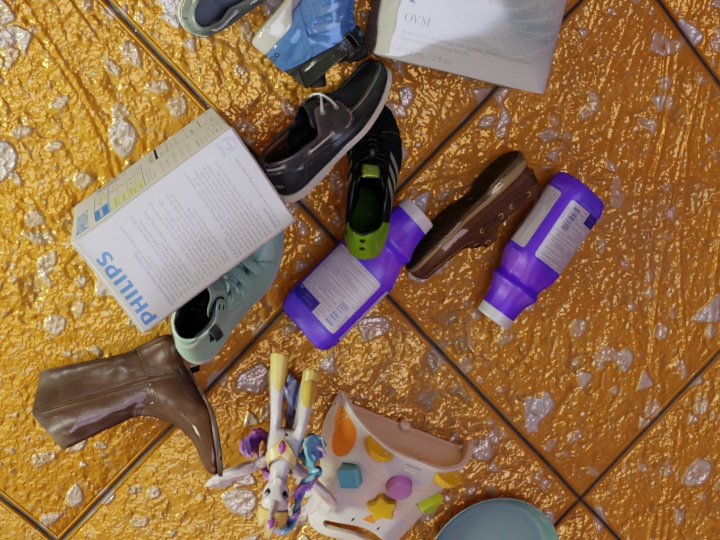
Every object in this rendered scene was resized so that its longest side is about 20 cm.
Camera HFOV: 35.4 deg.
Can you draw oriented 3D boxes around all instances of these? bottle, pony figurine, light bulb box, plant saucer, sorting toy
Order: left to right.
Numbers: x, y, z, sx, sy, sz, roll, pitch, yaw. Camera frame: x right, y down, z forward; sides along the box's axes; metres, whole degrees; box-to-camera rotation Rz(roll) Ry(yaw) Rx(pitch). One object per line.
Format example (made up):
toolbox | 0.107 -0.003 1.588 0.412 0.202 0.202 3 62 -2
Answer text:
light bulb box | -0.196 -0.061 1.221 0.199 0.198 0.126 -36 109 -3
pony figurine | -0.096 0.216 1.333 0.163 0.193 0.204 9 74 -4
bottle | 0.000 0.000 1.345 0.084 0.065 0.200 44 89 11
sorting toy | 0.024 0.279 1.432 0.197 0.107 0.182 23 116 -19
plant saucer | 0.176 0.397 1.524 0.196 0.027 0.204 -4 105 -13
bottle | 0.221 -0.022 1.408 0.083 0.065 0.202 30 96 -46

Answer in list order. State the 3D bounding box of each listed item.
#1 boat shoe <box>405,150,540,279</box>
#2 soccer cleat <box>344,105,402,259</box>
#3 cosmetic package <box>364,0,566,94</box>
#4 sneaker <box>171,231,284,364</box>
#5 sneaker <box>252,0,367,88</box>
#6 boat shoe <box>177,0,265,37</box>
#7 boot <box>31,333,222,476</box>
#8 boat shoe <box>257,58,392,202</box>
boat shoe | 0.141 -0.056 1.379 0.200 0.072 0.068 -44 108 -4
soccer cleat | 0.014 -0.113 1.290 0.066 0.081 0.204 4 68 0
cosmetic package | 0.126 -0.324 1.284 0.196 0.123 0.204 9 100 -17
sneaker | -0.146 0.008 1.275 0.073 0.118 0.203 27 77 5
sneaker | -0.020 -0.297 1.272 0.111 0.077 0.201 40 95 -14
boat shoe | -0.115 -0.329 1.248 0.199 0.062 0.073 -38 110 -3
boot | -0.269 0.178 1.301 0.197 0.064 0.189 -17 67 -13
boat shoe | -0.038 -0.171 1.287 0.201 0.071 0.068 -49 130 -12
